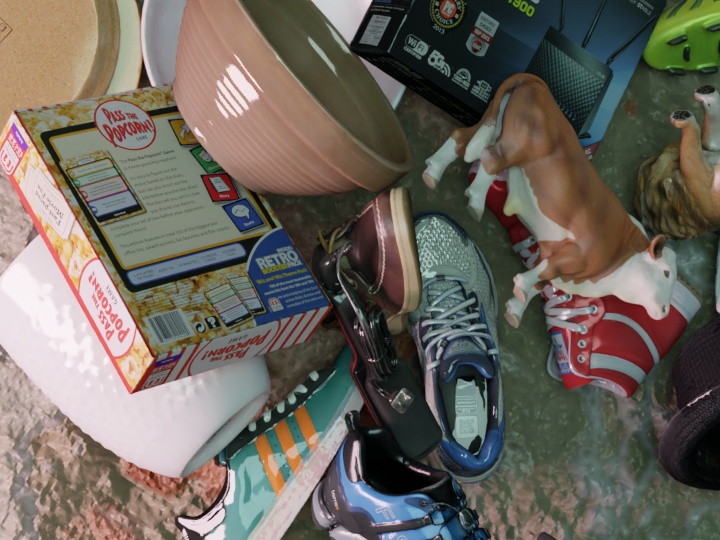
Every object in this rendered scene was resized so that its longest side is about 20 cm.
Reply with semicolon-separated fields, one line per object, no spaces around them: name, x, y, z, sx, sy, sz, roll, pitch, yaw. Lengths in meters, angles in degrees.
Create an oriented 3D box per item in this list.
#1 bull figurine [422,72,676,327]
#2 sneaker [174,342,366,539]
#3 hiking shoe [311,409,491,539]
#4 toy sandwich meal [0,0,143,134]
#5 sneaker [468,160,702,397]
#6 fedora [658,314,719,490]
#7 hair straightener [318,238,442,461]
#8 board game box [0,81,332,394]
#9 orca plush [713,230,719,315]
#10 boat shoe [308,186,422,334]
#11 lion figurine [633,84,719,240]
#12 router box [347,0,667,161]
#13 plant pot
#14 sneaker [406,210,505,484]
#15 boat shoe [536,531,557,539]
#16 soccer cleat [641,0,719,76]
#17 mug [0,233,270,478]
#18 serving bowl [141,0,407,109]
bull figurine;0.136;-0.036;1.440;0.121;0.065;0.201;-36;97;-20
sneaker;-0.059;0.124;1.490;0.080;0.071;0.201;33;81;2
hiking shoe;0.053;0.185;1.408;0.199;0.074;0.087;32;129;18
toy sandwich meal;-0.255;-0.170;1.501;0.203;0.070;0.207;0;88;2
sneaker;0.142;0.011;1.511;0.199;0.071;0.113;35;81;-3
fedora;0.299;0.076;1.492;0.199;0.201;0.092;-16;57;-5
hair straightener;0.019;0.059;1.407;0.041;0.077;0.201;-31;132;-15
board game box;-0.131;-0.028;1.374;0.151;0.046;0.201;-14;64;-39
orca plush;0.321;-0.053;1.545;0.105;0.071;0.202;-1;77;41
boat shoe;0.000;0.000;1.437;0.071;0.200;0.073;-5;74;-7
lion figurine;0.285;-0.065;1.475;0.198;0.123;0.073;11;40;30
router box;0.109;-0.177;1.484;0.199;0.062;0.151;29;83;-30
plant pot;-0.061;-0.119;1.390;0.092;0.201;0.201;-38;89;15
sneaker;0.073;0.053;1.496;0.076;0.085;0.202;-11;86;-5
boat shoe;0.212;0.240;1.506;0.198;0.070;0.067;17;87;5
soccer cleat;0.293;-0.214;1.551;0.199;0.065;0.084;-28;59;-1
mug;-0.133;0.034;1.444;0.200;0.148;0.175;-42;81;-14
serving bowl;-0.060;-0.168;1.511;0.198;0.066;0.202;0;86;-3
